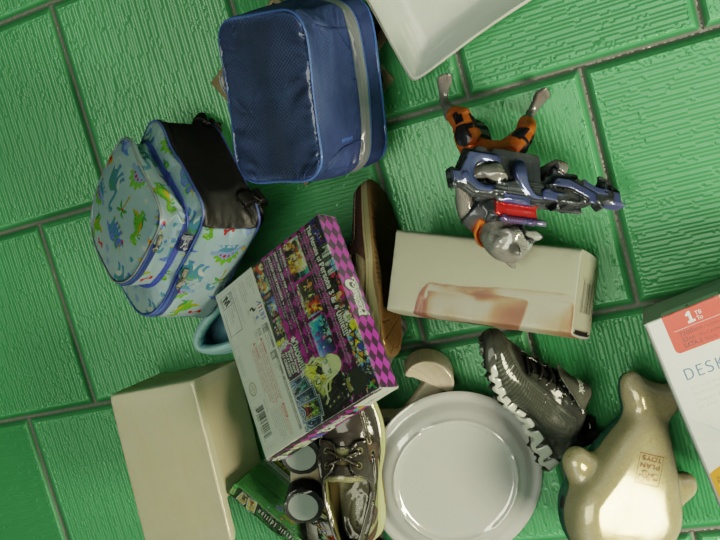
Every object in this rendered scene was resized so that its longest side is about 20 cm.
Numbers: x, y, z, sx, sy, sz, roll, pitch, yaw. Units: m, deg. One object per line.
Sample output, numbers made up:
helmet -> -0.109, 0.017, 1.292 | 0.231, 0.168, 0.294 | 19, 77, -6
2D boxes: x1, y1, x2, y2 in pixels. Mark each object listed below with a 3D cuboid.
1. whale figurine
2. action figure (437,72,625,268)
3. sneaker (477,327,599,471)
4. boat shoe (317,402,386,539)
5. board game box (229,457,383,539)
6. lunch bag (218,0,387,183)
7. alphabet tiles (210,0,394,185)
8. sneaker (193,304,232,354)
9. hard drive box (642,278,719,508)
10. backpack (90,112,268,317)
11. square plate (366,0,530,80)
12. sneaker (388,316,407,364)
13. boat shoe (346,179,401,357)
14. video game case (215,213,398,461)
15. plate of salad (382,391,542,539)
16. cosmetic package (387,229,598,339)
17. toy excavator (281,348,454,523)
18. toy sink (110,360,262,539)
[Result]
whale figurine -> 0.275, 0.206, 1.158 | 0.157, 0.104, 0.203 | 13, 90, -14
action figure -> 0.155, -0.091, 1.097 | 0.197, 0.196, 0.105 | 14, 149, -21
sneaker -> 0.192, 0.124, 1.160 | 0.089, 0.067, 0.201 | -24, 122, 16
boat shoe -> -0.010, 0.211, 1.193 | 0.072, 0.065, 0.203 | -6, 104, 17
board game box -> -0.054, 0.302, 1.321 | 0.199, 0.105, 0.024 | 38, 119, 11
lunch bag -> -0.055, -0.199, 1.169 | 0.134, 0.131, 0.203 | 5, 107, 39
alphabet tiles -> -0.059, -0.225, 1.239 | 0.167, 0.008, 0.200 | 47, 117, 7
sneaker -> -0.119, 0.044, 1.294 | 0.199, 0.082, 0.074 | -40, 87, 27
hard drive box -> 0.383, 0.108, 1.074 | 0.154, 0.077, 0.202 | -24, 93, 18
backpack -> -0.223, -0.050, 1.266 | 0.184, 0.145, 0.201 | 56, 133, 35
square plate -> 0.084, -0.332, 1.133 | 0.199, 0.028, 0.200 | -30, 89, 28
sneaker -> -0.020, 0.074, 1.273 | 0.199, 0.100, 0.071 | 9, 148, 50
boat shoe -> 0.000, 0.000, 1.198 | 0.071, 0.072, 0.203 | -13, 70, 25
video game case -> -0.063, 0.073, 1.176 | 0.181, 0.036, 0.202 | -36, 64, 33
plate of salad -> 0.105, 0.230, 1.244 | 0.196, 0.048, 0.204 | 0, 101, -2
cosmetic package -> 0.138, 0.015, 1.149 | 0.197, 0.103, 0.089 | 7, 88, 24
toy excavator -> 0.009, 0.185, 1.274 | 0.196, 0.100, 0.198 | -1, 112, 1
toy sink -> -0.204, 0.227, 1.366 | 0.129, 0.112, 0.203 | -12, 93, 26
